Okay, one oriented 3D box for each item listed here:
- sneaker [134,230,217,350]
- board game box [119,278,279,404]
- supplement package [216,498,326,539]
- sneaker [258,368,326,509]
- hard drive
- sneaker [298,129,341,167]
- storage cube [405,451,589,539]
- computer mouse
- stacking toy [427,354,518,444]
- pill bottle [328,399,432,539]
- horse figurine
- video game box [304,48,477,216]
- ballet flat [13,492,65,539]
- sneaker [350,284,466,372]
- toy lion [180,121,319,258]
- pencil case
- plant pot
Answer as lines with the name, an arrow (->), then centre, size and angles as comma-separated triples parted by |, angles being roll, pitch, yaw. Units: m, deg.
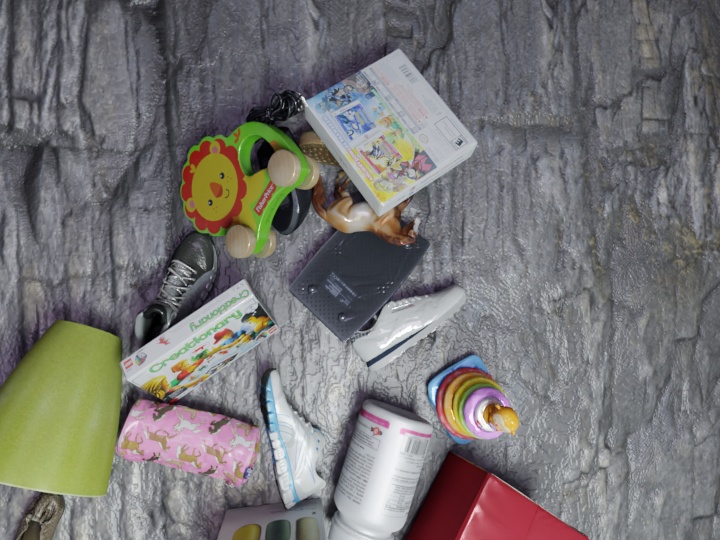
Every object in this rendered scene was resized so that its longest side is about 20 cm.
sneaker -> -0.266, 0.036, 0.778 | 0.073, 0.115, 0.204 | 19, 84, -5
board game box -> -0.222, 0.105, 0.774 | 0.198, 0.127, 0.035 | -35, 62, -8
supplement package -> -0.114, 0.424, 0.724 | 0.148, 0.200, 0.155 | -4, 86, -7
sneaker -> -0.099, 0.242, 0.813 | 0.085, 0.075, 0.205 | -13, 92, -18
hard drive -> 0.000, 0.000, 0.829 | 0.134, 0.042, 0.200 | 39, 78, 17
sneaker -> 0.002, -0.216, 0.859 | 0.195, 0.067, 0.092 | 6, 72, -3
storage cube -> 0.180, 0.395, 0.766 | 0.169, 0.200, 0.182 | 32, 77, -3
computer mouse -> -0.110, -0.158, 0.823 | 0.052, 0.137, 0.205 | -9, 93, -42
stacking toy -> 0.177, 0.201, 0.775 | 0.108, 0.200, 0.118 | -30, 90, -8
pill bottle -> 0.026, 0.305, 0.793 | 0.111, 0.113, 0.204 | 19, 84, -5
horse figurine -> 0.005, -0.100, 0.818 | 0.195, 0.050, 0.135 | 9, 63, 15
video game box -> 0.043, -0.208, 0.798 | 0.180, 0.047, 0.202 | -32, 76, -17
ballet flat -> -0.474, 0.416, 0.761 | 0.066, 0.046, 0.204 | 20, 84, -4
sneaker -> 0.076, 0.072, 0.840 | 0.198, 0.077, 0.081 | -33, 80, -9
toy lion -> -0.178, -0.128, 0.784 | 0.192, 0.068, 0.201 | 45, 113, 19
pencil case -> -0.245, 0.249, 0.784 | 0.195, 0.084, 0.088 | 16, 42, -5
plant pot -> -0.405, 0.180, 0.736 | 0.183, 0.188, 0.204 | 15, 69, -5
